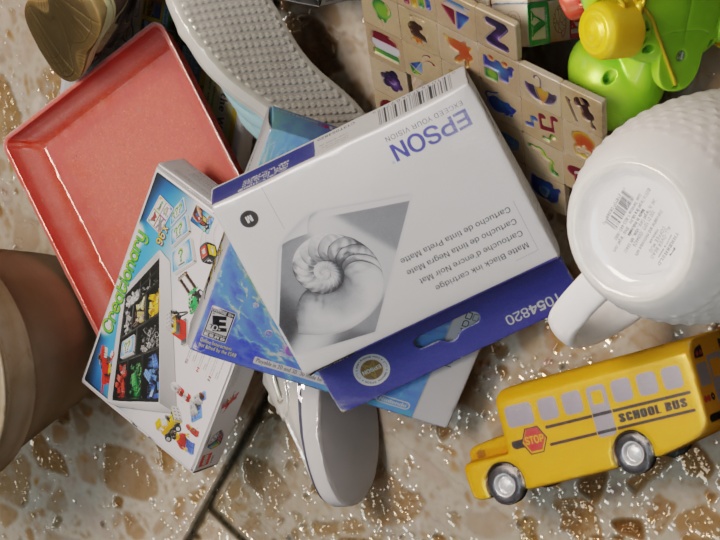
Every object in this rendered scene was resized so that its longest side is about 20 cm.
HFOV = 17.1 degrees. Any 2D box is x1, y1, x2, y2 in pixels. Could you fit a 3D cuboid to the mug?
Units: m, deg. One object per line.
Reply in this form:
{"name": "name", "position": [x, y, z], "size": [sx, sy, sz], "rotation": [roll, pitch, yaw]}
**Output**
{"name": "mug", "position": [0.198, -0.021, 1.534], "size": [0.148, 0.175, 0.200], "rotation": [52, 122, 16]}

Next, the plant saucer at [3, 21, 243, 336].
{"name": "plant saucer", "position": [-0.163, -0.060, 1.833], "size": [0.200, 0.037, 0.200], "rotation": [-32, 82, 37]}

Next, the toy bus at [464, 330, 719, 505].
{"name": "toy bus", "position": [0.163, 0.104, 1.649], "size": [0.199, 0.065, 0.079], "rotation": [-18, 88, 36]}

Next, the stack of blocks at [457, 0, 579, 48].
{"name": "stack of blocks", "position": [0.098, -0.250, 1.598], "size": [0.058, 0.115, 0.201], "rotation": [3, 101, 34]}

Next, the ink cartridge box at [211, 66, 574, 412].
{"name": "ink cartridge box", "position": [0.028, -0.010, 1.636], "size": [0.199, 0.041, 0.200], "rotation": [-26, 114, 10]}

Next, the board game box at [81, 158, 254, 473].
{"name": "board game box", "position": [-0.129, 0.034, 1.787], "size": [0.126, 0.035, 0.201], "rotation": [37, 120, 26]}

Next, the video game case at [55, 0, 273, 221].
{"name": "video game case", "position": [-0.157, -0.134, 1.854], "size": [0.182, 0.023, 0.201], "rotation": [20, 109, 30]}

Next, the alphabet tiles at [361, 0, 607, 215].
{"name": "alphabet tiles", "position": [0.083, -0.120, 1.611], "size": [0.200, 0.008, 0.167], "rotation": [29, 149, 27]}

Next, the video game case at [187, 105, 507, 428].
{"name": "video game case", "position": [0.000, 0.000, 1.688], "size": [0.199, 0.045, 0.182], "rotation": [17, 113, -10]}

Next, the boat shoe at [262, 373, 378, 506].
{"name": "boat shoe", "position": [-0.042, 0.079, 1.785], "size": [0.066, 0.072, 0.201], "rotation": [-14, 90, 41]}

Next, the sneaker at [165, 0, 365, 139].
{"name": "sneaker", "position": [-0.080, -0.140, 1.732], "size": [0.200, 0.074, 0.082], "rotation": [50, 152, -13]}

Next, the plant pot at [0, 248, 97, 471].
{"name": "plant pot", "position": [-0.293, 0.062, 1.888], "size": [0.199, 0.173, 0.201], "rotation": [9, 105, 35]}

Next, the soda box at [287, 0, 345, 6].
{"name": "soda box", "position": [-0.090, -0.242, 1.756], "size": [0.199, 0.071, 0.064], "rotation": [14, 111, 32]}

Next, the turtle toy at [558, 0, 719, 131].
{"name": "turtle toy", "position": [0.185, -0.183, 1.548], "size": [0.101, 0.145, 0.201], "rotation": [33, 123, 48]}

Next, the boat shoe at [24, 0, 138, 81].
{"name": "boat shoe", "position": [-0.201, -0.193, 1.791], "size": [0.073, 0.065, 0.200], "rotation": [59, 161, -6]}
